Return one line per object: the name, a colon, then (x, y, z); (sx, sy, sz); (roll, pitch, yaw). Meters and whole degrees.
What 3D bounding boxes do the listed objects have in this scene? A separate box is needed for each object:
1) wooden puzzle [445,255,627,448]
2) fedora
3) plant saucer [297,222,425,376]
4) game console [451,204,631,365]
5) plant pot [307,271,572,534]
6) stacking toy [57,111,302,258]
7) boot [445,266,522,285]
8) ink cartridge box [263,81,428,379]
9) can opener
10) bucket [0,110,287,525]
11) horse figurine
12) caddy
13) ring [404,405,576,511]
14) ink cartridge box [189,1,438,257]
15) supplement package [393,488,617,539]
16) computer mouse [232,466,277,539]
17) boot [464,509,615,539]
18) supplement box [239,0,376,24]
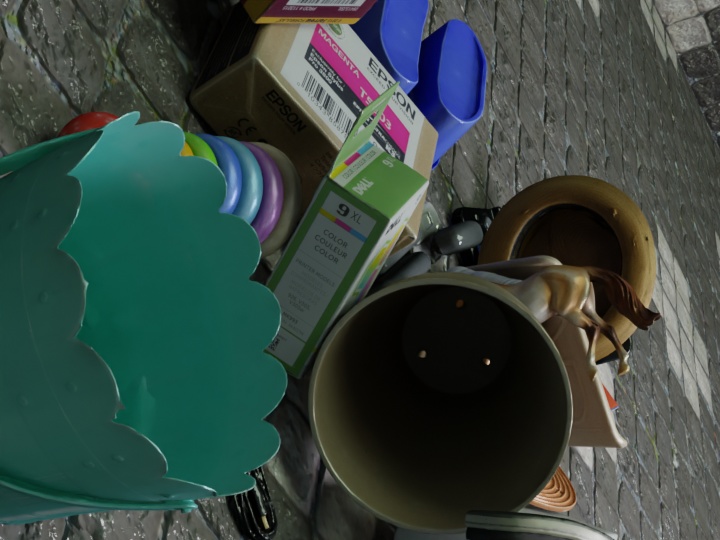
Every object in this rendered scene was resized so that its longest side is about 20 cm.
wooden puzzle: (0.175, 0.078, 1.450); (0.046, 0.185, 0.200); (-26, 98, -28)
fedora: (0.219, 0.004, 1.549); (0.082, 0.200, 0.201); (28, 48, -68)
plant saucer: (0.000, 0.000, 1.269); (0.200, 0.029, 0.200); (49, 31, -43)
game console: (0.199, 0.015, 1.617); (0.176, 0.116, 0.201); (-1, 74, -67)
plant pot: (0.066, 0.078, 1.139); (0.200, 0.187, 0.188); (-59, 129, -77)
stacking toy: (-0.122, -0.060, 0.977); (0.200, 0.085, 0.086); (15, 60, -60)
boot: (0.122, 0.091, 1.423); (0.073, 0.095, 0.201); (-22, 120, -39)
ink cartridge box: (-0.007, -0.029, 1.071); (0.059, 0.200, 0.104); (32, 25, 6)
can opener: (0.049, -0.020, 1.286); (0.200, 0.066, 0.053); (-35, 106, -63)
bucket: (-0.143, 0.032, 0.777); (0.207, 0.134, 0.208); (50, 30, -44)
horse figurine: (0.159, 0.045, 1.314); (0.050, 0.199, 0.133); (53, 19, -77)
caddy: (0.037, -0.178, 1.403); (0.141, 0.105, 0.200); (34, 37, -20)
ring: (0.101, 0.147, 1.285); (0.200, 0.019, 0.200); (32, 13, -8)
ink cartridge box: (-0.030, -0.121, 1.189); (0.200, 0.075, 0.165); (47, 32, -23)
supplement package: (0.111, 0.247, 1.188); (0.200, 0.117, 0.117); (21, 86, -63)
computer mouse: (-0.092, 0.088, 0.991); (0.200, 0.034, 0.059); (68, 22, -12)
boot: (0.135, 0.256, 1.030); (0.203, 0.073, 0.154); (29, 68, -41)
supplement box: (-0.064, -0.295, 1.139); (0.131, 0.103, 0.200); (-14, 65, -52)
